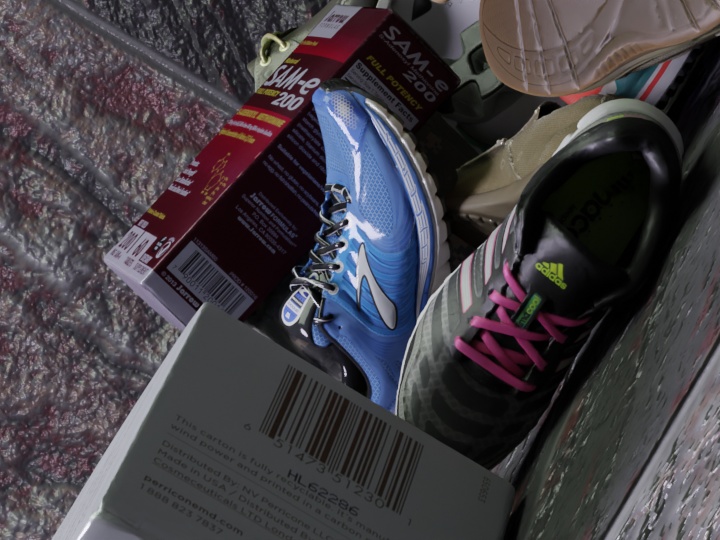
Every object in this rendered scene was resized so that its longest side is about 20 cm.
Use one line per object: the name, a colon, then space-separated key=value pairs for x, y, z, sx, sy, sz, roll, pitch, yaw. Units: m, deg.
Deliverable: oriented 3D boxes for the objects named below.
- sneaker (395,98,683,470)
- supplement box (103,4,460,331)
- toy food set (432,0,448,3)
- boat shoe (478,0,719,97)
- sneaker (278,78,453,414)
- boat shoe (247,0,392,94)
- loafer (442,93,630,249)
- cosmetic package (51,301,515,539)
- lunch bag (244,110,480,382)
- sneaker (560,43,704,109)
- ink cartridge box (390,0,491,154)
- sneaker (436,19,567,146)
sneaker: x=0.080 y=0.007 z=1.119 sx=0.200 sy=0.074 sz=0.087 roll=-55 pitch=-1 yaw=-1
supplement box: x=-0.045 y=-0.054 z=1.380 sx=0.200 sy=0.061 sz=0.109 roll=-48 pitch=17 yaw=-6
toy food set: x=0.097 y=-0.197 z=1.262 sx=0.200 sy=0.049 sz=0.198 roll=-31 pitch=4 yaw=34
boat shoe: x=0.133 y=-0.128 z=1.200 sx=0.065 sy=0.072 sz=0.200 roll=-12 pitch=-1 yaw=-35
sneaker: x=0.000 y=0.000 z=1.305 sx=0.079 sy=0.089 sz=0.201 roll=-145 pitch=42 yaw=-72
boat shoe: x=-0.044 y=-0.106 z=1.514 sx=0.202 sy=0.060 sz=0.072 roll=-59 pitch=5 yaw=14
loafer: x=0.099 y=-0.041 z=1.267 sx=0.068 sy=0.076 sz=0.200 roll=-60 pitch=15 yaw=-14
cosmetic package: x=-0.061 y=0.162 z=1.076 sx=0.200 sy=0.167 sz=0.166 roll=-57 pitch=6 yaw=32
lunch bag: x=-0.006 y=-0.005 z=1.469 sx=0.164 sy=0.118 sz=0.200 roll=-50 pitch=15 yaw=-10
sneaker: x=0.153 y=-0.168 z=1.270 sx=0.200 sy=0.093 sz=0.070 roll=-60 pitch=-5 yaw=8
ink cartridge box: x=0.079 y=-0.136 z=1.562 sx=0.200 sy=0.146 sz=0.084 roll=-56 pitch=8 yaw=43
sneaker: x=0.139 y=-0.131 z=1.392 sx=0.200 sy=0.088 sz=0.074 roll=-31 pitch=45 yaw=26
